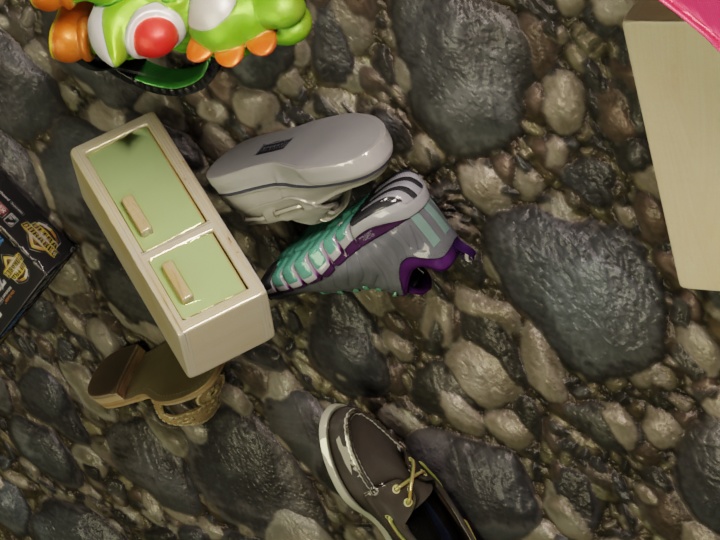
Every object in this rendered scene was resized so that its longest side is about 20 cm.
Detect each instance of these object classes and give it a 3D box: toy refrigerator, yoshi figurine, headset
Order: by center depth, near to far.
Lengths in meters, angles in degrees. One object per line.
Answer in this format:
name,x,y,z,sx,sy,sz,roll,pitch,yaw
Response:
toy refrigerator,0.230,-0.087,1.409,0.075,0.070,0.201,4,128,31
yoshi figurine,-0.125,-0.200,1.583,0.198,0.112,0.113,4,97,16
headset,-0.195,-0.196,1.673,0.199,0.094,0.124,31,141,0
toy refrigerator,-0.147,-0.024,1.726,0.201,0.076,0.070,57,166,31

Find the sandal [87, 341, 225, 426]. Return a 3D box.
sandal,-0.155,0.102,1.945,0.070,0.078,0.211,39,153,-27

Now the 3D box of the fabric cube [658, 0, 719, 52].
fabric cube,0.199,-0.276,1.154,0.200,0.199,0.197,39,141,7

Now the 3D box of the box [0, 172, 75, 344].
box,-0.371,-0.035,2.019,0.198,0.050,0.200,44,142,-1

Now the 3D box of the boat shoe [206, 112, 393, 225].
boat shoe,-0.038,-0.066,1.669,0.199,0.072,0.066,-9,122,47

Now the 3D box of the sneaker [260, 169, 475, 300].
sneaker,0.000,0.000,1.695,0.088,0.075,0.200,47,142,-11

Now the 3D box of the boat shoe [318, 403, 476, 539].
boat shoe,0.037,0.186,1.836,0.060,0.072,0.202,-9,125,41
